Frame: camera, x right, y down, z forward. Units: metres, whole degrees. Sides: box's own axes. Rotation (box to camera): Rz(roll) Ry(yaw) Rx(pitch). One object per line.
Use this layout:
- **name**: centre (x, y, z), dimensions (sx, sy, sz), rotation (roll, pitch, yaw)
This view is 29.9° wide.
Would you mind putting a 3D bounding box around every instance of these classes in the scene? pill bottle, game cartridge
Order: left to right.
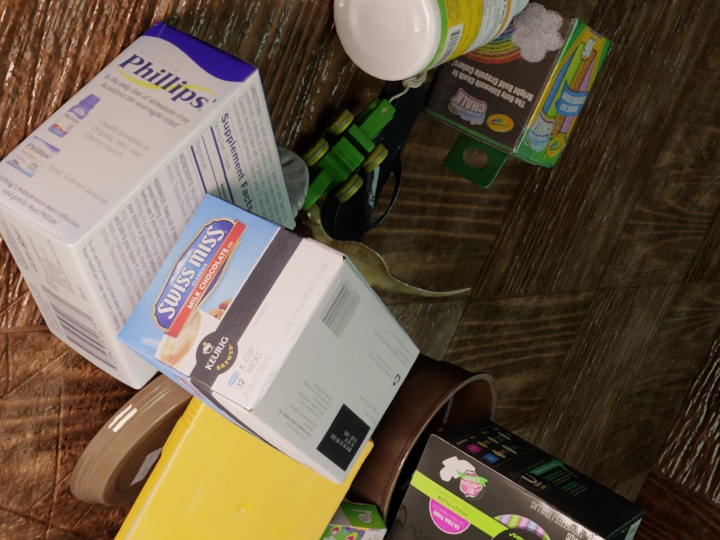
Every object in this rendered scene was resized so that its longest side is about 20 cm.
- **game cartridge**: centre (-0.107, 0.204, 1.194), dimensions (0.176, 0.032, 0.200), rotation (24, 101, -30)
- **pill bottle**: centre (0.076, -0.252, 1.243), dimensions (0.200, 0.111, 0.111), rotation (-31, 141, -47)

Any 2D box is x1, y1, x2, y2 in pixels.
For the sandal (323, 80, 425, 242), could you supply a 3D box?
- **sandal**: centre (0.018, -0.100, 1.367), dimensions (0.076, 0.043, 0.201), rotation (1, 115, -61)

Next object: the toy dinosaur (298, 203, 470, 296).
- **toy dinosaur**: centre (0.000, 0.000, 1.325), dimensions (0.101, 0.200, 0.058), rotation (-30, -148, 58)

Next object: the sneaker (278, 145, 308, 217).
- **sneaker**: centre (-0.116, -0.018, 1.190), dimensions (0.200, 0.077, 0.112), rotation (-58, 178, -35)

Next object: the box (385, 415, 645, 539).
- **box**: centre (0.149, 0.260, 1.333), dimensions (0.124, 0.200, 0.149), rotation (-8, 122, -60)

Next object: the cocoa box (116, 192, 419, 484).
- **cocoa box**: centre (-0.064, 0.056, 1.028), dimensions (0.134, 0.131, 0.200), rotation (-59, 152, -11)

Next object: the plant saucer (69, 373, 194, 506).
- **plant saucer**: centre (-0.173, 0.145, 1.216), dimensions (0.200, 0.029, 0.200), rotation (-39, 164, -14)

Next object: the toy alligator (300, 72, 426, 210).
- **toy alligator**: centre (-0.005, -0.127, 1.295), dimensions (0.200, 0.059, 0.054), rotation (-51, -165, -24)

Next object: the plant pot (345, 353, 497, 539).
- **plant pot**: centre (0.008, 0.151, 1.424), dimensions (0.200, 0.198, 0.201), rotation (-42, 149, -33)

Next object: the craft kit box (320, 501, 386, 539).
- **craft kit box**: centre (-0.101, 0.303, 1.296), dimensions (0.197, 0.049, 0.200), rotation (13, 115, -25)

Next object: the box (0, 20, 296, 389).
- **box**: centre (-0.161, -0.049, 1.026), dimensions (0.200, 0.105, 0.184), rotation (-47, 151, -25)

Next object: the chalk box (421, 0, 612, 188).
- **chalk box**: centre (0.159, -0.188, 1.446), dimensions (0.124, 0.125, 0.201), rotation (5, 112, -62)
